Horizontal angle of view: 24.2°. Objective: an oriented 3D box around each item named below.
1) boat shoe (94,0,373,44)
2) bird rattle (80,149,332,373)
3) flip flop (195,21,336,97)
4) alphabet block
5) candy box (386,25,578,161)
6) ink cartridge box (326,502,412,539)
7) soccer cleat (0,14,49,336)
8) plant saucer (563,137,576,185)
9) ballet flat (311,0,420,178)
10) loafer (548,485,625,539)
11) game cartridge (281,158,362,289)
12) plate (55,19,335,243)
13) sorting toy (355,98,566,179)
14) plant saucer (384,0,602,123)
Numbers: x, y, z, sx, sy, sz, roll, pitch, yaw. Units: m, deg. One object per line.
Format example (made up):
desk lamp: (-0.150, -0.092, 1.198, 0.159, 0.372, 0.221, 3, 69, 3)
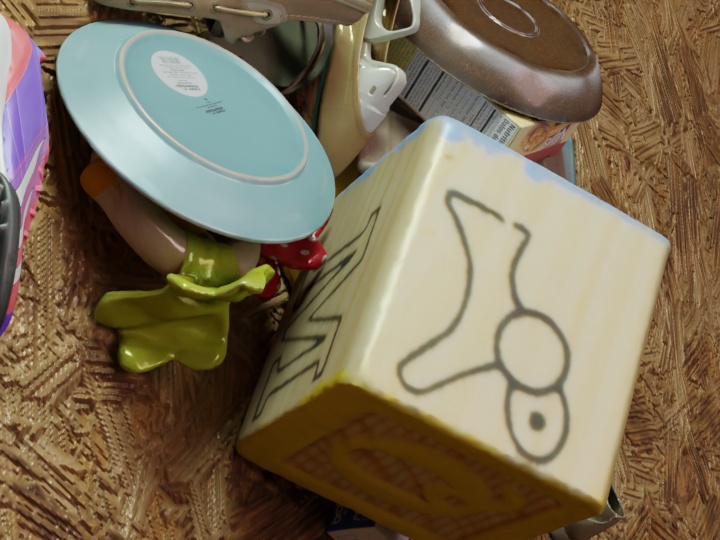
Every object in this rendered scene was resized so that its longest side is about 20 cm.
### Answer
boat shoe: (-0.086, -0.189, 1.125, 0.200, 0.065, 0.071, 9, 24, -30)
bird rattle: (-0.098, -0.035, 1.068, 0.163, 0.113, 0.200, 50, 34, -11)
flip flop: (-0.060, -0.164, 1.212, 0.200, 0.058, 0.081, -39, 110, -55)
alphabet block: (0.060, 0.051, 1.110, 0.195, 0.196, 0.200, 28, 62, -14)
candy box: (0.070, -0.163, 1.319, 0.200, 0.055, 0.115, 43, 32, 18)
ink cartridge box: (0.052, 0.201, 1.272, 0.200, 0.044, 0.094, 48, 43, -40)
soccer cleat: (-0.201, -0.049, 0.932, 0.073, 0.068, 0.200, 26, 55, -58)
plant saucer: (0.172, -0.048, 1.490, 0.200, 0.036, 0.200, -2, 90, -85)
ballet flat: (0.008, -0.163, 1.221, 0.069, 0.063, 0.200, 16, 81, -71)
loafer: (0.176, 0.128, 1.396, 0.076, 0.067, 0.200, -28, 107, -69)
game cartridge: (0.000, 0.000, 1.282, 0.176, 0.032, 0.200, -26, 98, -59)
plate: (-0.096, -0.097, 1.059, 0.200, 0.026, 0.200, 26, 35, -19)
sorting toy: (0.078, -0.096, 1.325, 0.185, 0.036, 0.200, 21, 34, -16)
plant saucer: (0.109, -0.188, 1.307, 0.200, 0.032, 0.200, 24, 31, -15)
